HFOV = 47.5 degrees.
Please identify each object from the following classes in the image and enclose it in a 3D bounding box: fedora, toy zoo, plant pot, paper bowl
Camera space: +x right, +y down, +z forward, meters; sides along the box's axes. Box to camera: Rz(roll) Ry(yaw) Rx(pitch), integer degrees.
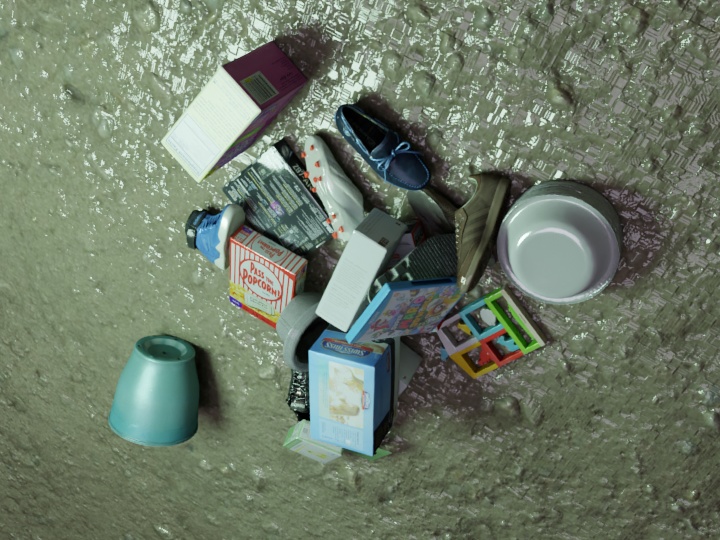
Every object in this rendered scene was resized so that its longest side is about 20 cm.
[{"bbox_3d":[-0.088,0.103,1.579,0.090,0.199,0.178,41,120,32],"label":"fedora"},{"bbox_3d":[0.227,0.123,1.519,0.199,0.020,0.132,-33,100,35],"label":"toy zoo"},{"bbox_3d":[-0.445,0.253,1.812,0.198,0.200,0.190,18,108,15],"label":"plant pot"},{"bbox_3d":[0.321,-0.036,1.337,0.198,0.104,0.203,11,122,18],"label":"paper bowl"}]

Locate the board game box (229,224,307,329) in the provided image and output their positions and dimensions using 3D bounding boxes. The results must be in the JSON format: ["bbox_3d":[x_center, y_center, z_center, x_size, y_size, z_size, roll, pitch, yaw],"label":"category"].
[{"bbox_3d":[-0.183,0.022,1.599,0.151,0.046,0.201,29,142,14],"label":"board game box"}]

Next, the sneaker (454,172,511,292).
[{"bbox_3d":[0.187,-0.065,1.364,0.075,0.070,0.202,19,84,20],"label":"sneaker"}]

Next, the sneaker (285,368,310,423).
[{"bbox_3d":[-0.114,0.239,1.696,0.070,0.098,0.202,5,118,24],"label":"sneaker"}]

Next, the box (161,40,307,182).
[{"bbox_3d":[-0.215,-0.273,1.407,0.097,0.176,0.200,47,125,-6],"label":"box"}]

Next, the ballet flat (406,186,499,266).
[{"bbox_3d":[0.166,-0.084,1.423,0.199,0.046,0.068,38,149,8],"label":"ballet flat"}]

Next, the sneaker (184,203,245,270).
[{"bbox_3d":[-0.290,-0.085,1.585,0.111,0.077,0.200,33,153,5],"label":"sneaker"}]

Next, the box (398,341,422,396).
[{"bbox_3d":[0.013,0.222,1.627,0.124,0.098,0.201,37,126,2],"label":"box"}]

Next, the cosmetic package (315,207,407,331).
[{"bbox_3d":[0.000,0.000,1.431,0.074,0.102,0.201,30,125,8],"label":"cosmetic package"}]

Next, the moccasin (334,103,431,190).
[{"bbox_3d":[0.033,-0.204,1.381,0.199,0.068,0.081,35,85,2],"label":"moccasin"}]

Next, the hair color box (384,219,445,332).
[{"bbox_3d":[0.078,0.014,1.502,0.110,0.064,0.202,-5,116,27],"label":"hair color box"}]

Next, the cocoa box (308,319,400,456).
[{"bbox_3d":[-0.010,0.208,1.489,0.132,0.131,0.202,12,121,20],"label":"cocoa box"}]

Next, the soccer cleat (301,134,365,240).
[{"bbox_3d":[-0.043,-0.150,1.471,0.069,0.077,0.202,-26,86,59],"label":"soccer cleat"}]

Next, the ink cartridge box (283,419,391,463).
[{"bbox_3d":[-0.051,0.373,1.703,0.198,0.048,0.146,24,156,-8],"label":"ink cartridge box"}]

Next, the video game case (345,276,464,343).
[{"bbox_3d":[0.085,0.065,1.381,0.143,0.199,0.018,-54,55,37],"label":"video game case"}]

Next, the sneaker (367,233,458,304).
[{"bbox_3d":[0.099,0.000,1.414,0.199,0.089,0.075,-29,86,-1],"label":"sneaker"}]

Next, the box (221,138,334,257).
[{"bbox_3d":[-0.145,-0.122,1.541,0.160,0.044,0.201,-32,100,35],"label":"box"}]
